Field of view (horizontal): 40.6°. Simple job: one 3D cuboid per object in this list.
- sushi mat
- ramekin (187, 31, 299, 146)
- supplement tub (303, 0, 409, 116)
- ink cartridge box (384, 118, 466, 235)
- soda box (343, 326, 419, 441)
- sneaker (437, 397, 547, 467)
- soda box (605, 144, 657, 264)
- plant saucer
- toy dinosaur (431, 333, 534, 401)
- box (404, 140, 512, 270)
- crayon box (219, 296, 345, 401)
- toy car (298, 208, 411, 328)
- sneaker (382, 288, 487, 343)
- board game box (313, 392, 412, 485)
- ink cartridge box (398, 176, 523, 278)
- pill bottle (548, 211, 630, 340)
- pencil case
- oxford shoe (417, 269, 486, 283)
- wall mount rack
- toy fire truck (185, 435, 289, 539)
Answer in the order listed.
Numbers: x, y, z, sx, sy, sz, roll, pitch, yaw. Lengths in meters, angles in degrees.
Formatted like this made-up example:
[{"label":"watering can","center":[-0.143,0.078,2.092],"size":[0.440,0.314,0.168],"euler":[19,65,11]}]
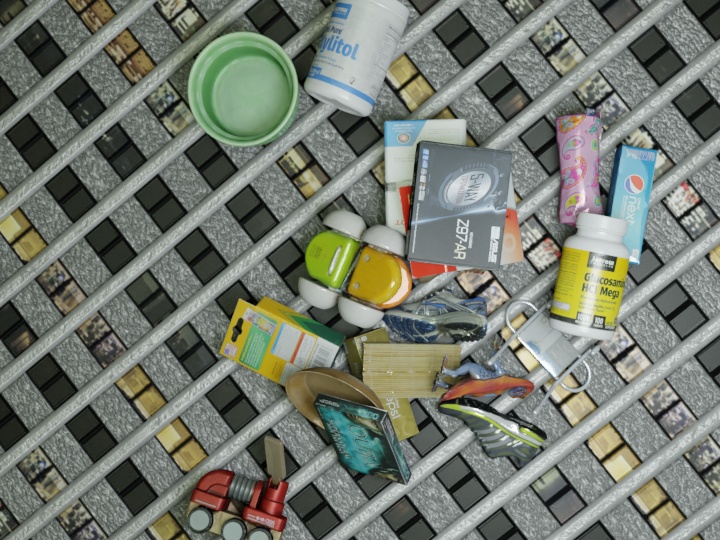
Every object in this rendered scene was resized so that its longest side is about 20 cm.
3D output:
[{"label":"sushi mat","center":[0.092,0.178,1.727],"size":[0.198,0.012,0.097],"euler":[3,88,-24]},{"label":"ramekin","center":[-0.203,-0.319,1.757],"size":[0.198,0.098,0.202],"euler":[0,90,5]},{"label":"supplement tub","center":[-0.008,-0.387,1.722],"size":[0.131,0.132,0.202],"euler":[22,92,5]},{"label":"ink cartridge box","center":[0.116,-0.162,1.734],"size":[0.144,0.084,0.202],"euler":[-1,90,3]},{"label":"soda box","center":[0.035,0.208,1.744],"size":[0.067,0.064,0.202],"euler":[-17,89,-25]},{"label":"sneaker","center":[0.227,0.288,1.735],"size":[0.199,0.074,0.082],"euler":[23,96,6]},{"label":"soda box","center":[0.468,-0.114,1.709],"size":[0.064,0.068,0.202],"euler":[10,91,5]},{"label":"plant saucer","center":[-0.035,0.225,1.686],"size":[0.199,0.201,0.036],"euler":[27,57,5]},{"label":"toy dinosaur","center":[0.219,0.207,1.698],"size":[0.180,0.201,0.106],"euler":[15,124,-3]},{"label":"box","center":[0.163,-0.107,1.627],"size":[0.159,0.044,0.202],"euler":[7,90,-5]},{"label":"crayon box","center":[-0.141,0.134,1.757],"size":[0.199,0.052,0.126],"euler":[26,116,4]},{"label":"toy car","center":[0.000,0.000,1.711],"size":[0.199,0.150,0.176],"euler":[23,92,28]},{"label":"sneaker","center":[0.137,0.078,1.745],"size":[0.198,0.077,0.086],"euler":[3,52,22]},{"label":"board game box","center":[0.006,0.294,1.687],"size":[0.134,0.201,0.028],"euler":[10,52,28]},{"label":"ink cartridge box","center":[0.174,-0.081,1.663],"size":[0.198,0.050,0.164],"euler":[-10,93,-22]},{"label":"pill bottle","center":[0.388,0.008,1.634],"size":[0.111,0.112,0.202],"euler":[10,94,5]},{"label":"pencil case","center":[0.386,-0.178,1.710],"size":[0.087,0.087,0.202],"euler":[-1,89,5]},{"label":"oxford shoe","center":[0.190,-0.020,1.736],"size":[0.199,0.070,0.075],"euler":[-29,90,5]},{"label":"wall mount rack","center":[0.318,0.150,1.712],"size":[0.174,0.075,0.200],"euler":[-43,86,-8]},{"label":"toy fire truck","center":[-0.207,0.392,1.760],"size":[0.175,0.129,0.202],"euler":[18,80,5]}]
